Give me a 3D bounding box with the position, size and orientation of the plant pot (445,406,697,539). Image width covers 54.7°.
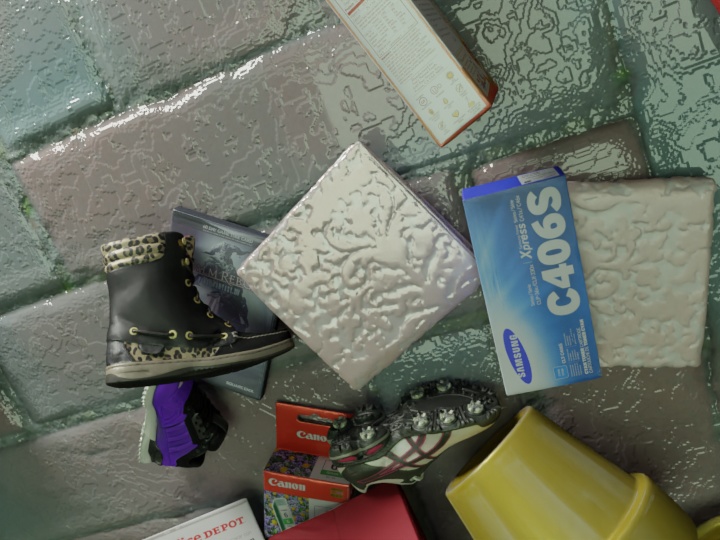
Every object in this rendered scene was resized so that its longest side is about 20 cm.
[{"bbox_3d":[0.194,0.252,0.705,0.189,0.200,0.201,44,114,11],"label":"plant pot"}]

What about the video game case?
[{"bbox_3d":[-0.161,0.041,0.800,0.141,0.019,0.202,17,113,7],"label":"video game case"}]

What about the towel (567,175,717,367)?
[{"bbox_3d":[0.234,0.005,0.684,0.197,0.032,0.193,-1,110,15],"label":"towel"}]

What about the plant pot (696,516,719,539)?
[{"bbox_3d":[0.421,0.379,0.689,0.199,0.202,0.190,-18,120,19],"label":"plant pot"}]

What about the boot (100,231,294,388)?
[{"bbox_3d":[-0.175,0.037,0.739,0.198,0.073,0.152,-8,77,-22],"label":"boot"}]

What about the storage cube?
[{"bbox_3d":[0.015,0.374,0.753,0.170,0.180,0.201,-26,114,-2],"label":"storage cube"}]

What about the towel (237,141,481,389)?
[{"bbox_3d":[0.000,0.000,0.721,0.191,0.032,0.200,44,110,-8],"label":"towel"}]

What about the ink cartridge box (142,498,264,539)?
[{"bbox_3d":[-0.164,0.392,0.810,0.201,0.144,0.085,57,139,27],"label":"ink cartridge box"}]

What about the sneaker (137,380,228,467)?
[{"bbox_3d":[-0.201,0.165,0.822,0.098,0.070,0.201,17,130,-3],"label":"sneaker"}]

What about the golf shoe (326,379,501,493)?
[{"bbox_3d":[0.063,0.183,0.768,0.198,0.077,0.089,-18,116,13],"label":"golf shoe"}]

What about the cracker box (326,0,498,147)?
[{"bbox_3d":[0.036,-0.211,0.597,0.057,0.134,0.201,-36,98,23],"label":"cracker box"}]

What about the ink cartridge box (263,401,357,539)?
[{"bbox_3d":[-0.060,0.264,0.839,0.108,0.050,0.202,6,112,11],"label":"ink cartridge box"}]

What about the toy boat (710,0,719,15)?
[{"bbox_3d":[0.328,-0.224,0.508,0.130,0.130,0.201,-35,87,34],"label":"toy boat"}]

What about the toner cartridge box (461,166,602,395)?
[{"bbox_3d":[0.163,0.013,0.659,0.094,0.043,0.202,-13,107,12],"label":"toner cartridge box"}]
